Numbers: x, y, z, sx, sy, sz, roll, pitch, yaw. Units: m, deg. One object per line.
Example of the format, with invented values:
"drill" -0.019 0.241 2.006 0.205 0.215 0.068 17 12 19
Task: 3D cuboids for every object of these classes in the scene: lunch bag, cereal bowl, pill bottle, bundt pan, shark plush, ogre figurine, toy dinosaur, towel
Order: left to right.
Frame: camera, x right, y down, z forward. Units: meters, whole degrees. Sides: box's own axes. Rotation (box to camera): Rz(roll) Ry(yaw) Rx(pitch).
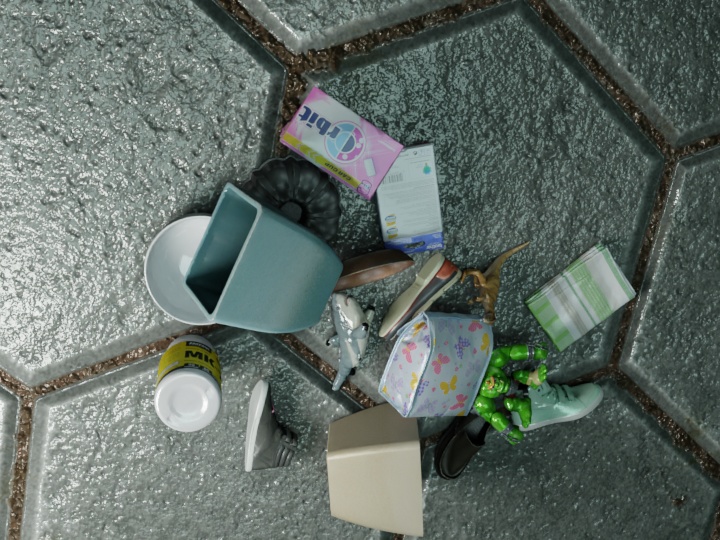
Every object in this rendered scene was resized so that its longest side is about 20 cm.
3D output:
"pill bottle" -0.306 0.193 1.457 0.114 0.200 0.115 -3 107 -10
"cereal bowl" -0.286 -0.009 1.464 0.199 0.083 0.201 -3 106 -11
"bundt pan" -0.125 -0.104 1.474 0.201 0.076 0.203 -3 106 -10
"shark plush" -0.028 0.138 1.589 0.083 0.091 0.201 13 125 5
"lunch bag" 0.150 0.170 1.562 0.169 0.127 0.201 4 114 -36
"toy dinosaur" 0.250 0.019 1.588 0.106 0.060 0.201 21 64 -1
"ogre figurine" 0.288 0.230 1.600 0.119 0.098 0.201 16 109 -3
"towel" 0.451 0.058 1.659 0.200 0.031 0.149 -38 109 1

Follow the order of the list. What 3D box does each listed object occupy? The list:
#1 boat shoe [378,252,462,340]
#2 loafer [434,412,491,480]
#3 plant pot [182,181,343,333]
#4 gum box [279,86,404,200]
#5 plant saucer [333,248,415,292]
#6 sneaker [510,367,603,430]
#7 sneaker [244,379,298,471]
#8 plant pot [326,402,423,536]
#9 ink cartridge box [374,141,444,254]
"boat shoe" 0.114 0.060 1.575 0.062 0.071 0.200 38 91 -21
"loafer" 0.215 0.348 1.674 0.073 0.071 0.201 21 101 -16
"plant pot" -0.148 -0.005 1.357 0.199 0.196 0.197 22 97 -30
"gum box" -0.036 -0.226 1.440 0.199 0.066 0.114 33 97 -3
"plant saucer" 0.000 0.000 1.479 0.199 0.200 0.035 -16 83 -7
"sneaker" 0.401 0.248 1.678 0.199 0.074 0.119 -19 115 -3
"sneaker" -0.167 0.301 1.589 0.099 0.071 0.201 4 111 -14
"plant pot" 0.026 0.381 1.592 0.176 0.200 0.201 -2 107 1
"ink cartridge box" 0.088 -0.132 1.527 0.119 0.042 0.201 -11 105 -6
